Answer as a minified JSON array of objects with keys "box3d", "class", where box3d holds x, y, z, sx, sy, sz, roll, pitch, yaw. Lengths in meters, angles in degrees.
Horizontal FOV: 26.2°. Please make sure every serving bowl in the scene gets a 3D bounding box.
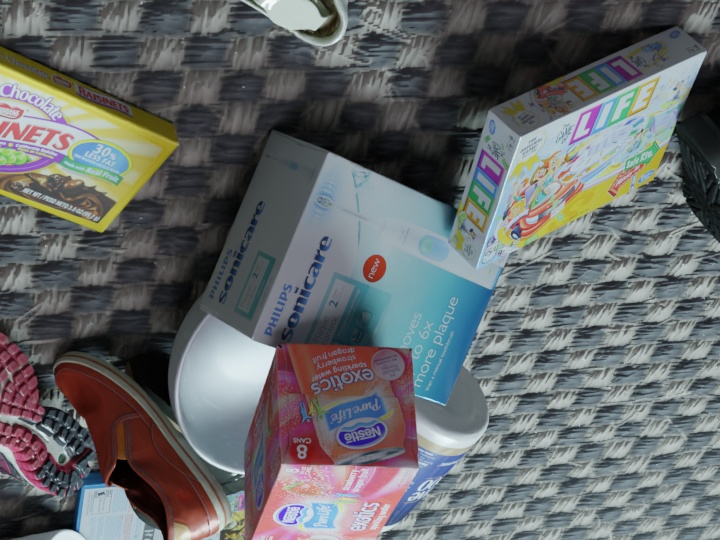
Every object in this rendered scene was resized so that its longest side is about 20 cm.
[{"box3d":[-0.071,0.065,1.259,0.199,0.066,0.201,-16,124,-25],"class":"serving bowl"}]

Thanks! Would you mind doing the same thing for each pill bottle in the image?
[{"box3d":[0.018,0.166,1.394,0.111,0.111,0.200,14,131,-33],"class":"pill bottle"}]

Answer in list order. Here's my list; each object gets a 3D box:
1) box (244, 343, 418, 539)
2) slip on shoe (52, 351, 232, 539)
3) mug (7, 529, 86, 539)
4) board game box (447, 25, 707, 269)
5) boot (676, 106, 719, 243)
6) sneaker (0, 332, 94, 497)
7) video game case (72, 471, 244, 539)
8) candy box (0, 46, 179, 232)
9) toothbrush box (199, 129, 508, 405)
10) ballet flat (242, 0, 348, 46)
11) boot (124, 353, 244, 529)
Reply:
[{"box3d":[-0.027,0.138,1.150,0.102,0.095,0.200,4,152,-11],"class":"box"},{"box3d":[-0.185,0.141,1.231,0.061,0.200,0.074,-32,156,-30],"class":"slip on shoe"},{"box3d":[-0.328,0.330,1.439,0.174,0.148,0.200,-14,166,14],"class":"mug"},{"box3d":[0.161,-0.092,1.150,0.199,0.034,0.135,-26,147,-32],"class":"board game box"},{"box3d":[0.345,-0.095,1.247,0.157,0.080,0.211,-33,152,-1],"class":"boot"},{"box3d":[-0.298,0.116,1.249,0.074,0.081,0.200,6,141,33],"class":"sneaker"},{"box3d":[-0.172,0.233,1.473,0.199,0.018,0.144,-2,137,-18],"class":"video game case"},{"box3d":[-0.233,-0.096,1.065,0.199,0.026,0.102,22,123,-38],"class":"candy box"},{"box3d":[0.000,0.000,1.169,0.199,0.085,0.147,23,91,-37],"class":"toothbrush box"},{"box3d":[-0.078,-0.200,0.974,0.200,0.070,0.069,25,124,-40],"class":"ballet flat"},{"box3d":[-0.172,0.162,1.338,0.138,0.078,0.200,-33,133,16],"class":"boot"}]
